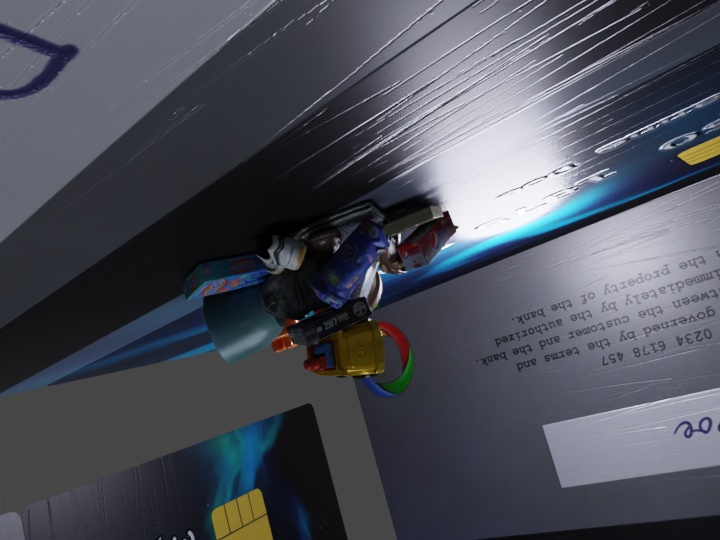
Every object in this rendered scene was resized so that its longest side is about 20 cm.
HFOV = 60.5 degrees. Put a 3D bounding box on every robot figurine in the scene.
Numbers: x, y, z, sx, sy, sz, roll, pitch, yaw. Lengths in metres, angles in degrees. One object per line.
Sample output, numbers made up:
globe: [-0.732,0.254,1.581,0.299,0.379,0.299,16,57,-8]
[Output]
robot figurine: [-0.232,0.120,1.723,0.114,0.207,0.142,-16,177,-36]

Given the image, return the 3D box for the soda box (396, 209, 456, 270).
soda box: [0.168,-0.077,1.533,0.068,0.065,0.200,-15,-162,36]

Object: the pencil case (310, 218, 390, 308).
pencil case: [-0.016,-0.014,1.290,0.201,0.086,0.078,-50,150,-4]

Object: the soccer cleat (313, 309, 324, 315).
soccer cleat: [-0.095,0.057,1.643,0.065,0.208,0.076,-2,-179,27]

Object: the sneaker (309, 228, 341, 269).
sneaker: [-0.062,-0.033,1.345,0.068,0.078,0.200,-18,169,3]

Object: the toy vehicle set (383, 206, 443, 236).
toy vehicle set: [0.126,-0.116,1.457,0.121,0.027,0.200,-22,-179,16]

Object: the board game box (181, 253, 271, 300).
board game box: [-0.295,0.009,1.423,0.195,0.046,0.151,-13,170,-35]

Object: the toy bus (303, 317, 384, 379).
toy bus: [-0.064,0.197,1.468,0.187,0.141,0.198,-7,176,-36]

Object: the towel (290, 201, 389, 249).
towel: [-0.042,-0.090,1.364,0.194,0.036,0.192,-19,171,12]

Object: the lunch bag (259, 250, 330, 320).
lunch bag: [-0.150,0.038,1.511,0.162,0.144,0.200,-17,-174,9]

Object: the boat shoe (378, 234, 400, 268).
boat shoe: [0.078,-0.053,1.729,0.069,0.068,0.201,-13,170,-12]

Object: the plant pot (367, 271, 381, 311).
plant pot: [-0.043,0.035,1.721,0.195,0.206,0.094,-18,144,6]

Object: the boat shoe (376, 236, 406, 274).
boat shoe: [0.081,-0.040,1.529,0.065,0.074,0.201,14,166,14]

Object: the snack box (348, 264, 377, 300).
snack box: [0.000,0.000,1.557,0.066,0.174,0.200,18,175,8]

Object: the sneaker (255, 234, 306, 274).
sneaker: [-0.184,-0.044,1.299,0.086,0.078,0.199,21,165,-23]

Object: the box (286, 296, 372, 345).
box: [-0.075,0.115,1.386,0.157,0.050,0.199,-26,-178,-16]

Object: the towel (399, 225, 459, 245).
towel: [0.172,-0.080,1.660,0.197,0.019,0.085,-30,-152,-31]

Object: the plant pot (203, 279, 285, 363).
plant pot: [-0.286,0.112,1.584,0.156,0.207,0.200,-21,171,7]
